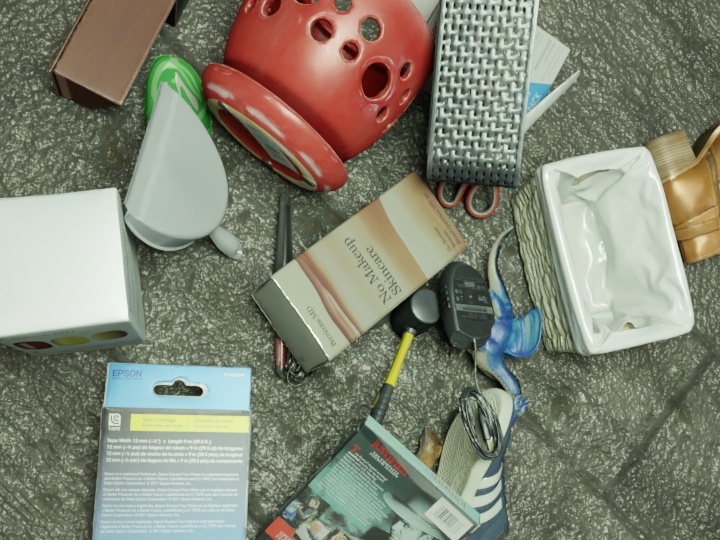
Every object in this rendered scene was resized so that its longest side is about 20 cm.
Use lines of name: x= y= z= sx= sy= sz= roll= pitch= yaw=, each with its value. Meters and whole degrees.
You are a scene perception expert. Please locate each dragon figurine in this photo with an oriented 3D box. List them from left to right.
dragon figurine: x=0.160 y=0.063 z=0.865 sx=0.098 sy=0.059 sz=0.204 roll=19 pitch=78 yaw=-8

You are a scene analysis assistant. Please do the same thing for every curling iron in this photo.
curling iron: x=-0.073 y=0.021 z=0.840 sx=0.049 sy=0.025 sz=0.205 roll=-2 pitch=79 yaw=-25

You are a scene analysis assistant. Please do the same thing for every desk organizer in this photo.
desk organizer: x=-0.240 y=-0.262 z=0.827 sx=0.076 sy=0.072 sz=0.203 roll=25 pitch=76 yaw=-9

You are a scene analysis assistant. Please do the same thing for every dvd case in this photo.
dvd case: x=-0.002 y=0.254 z=0.761 sx=0.145 sy=0.022 sz=0.201 roll=40 pitch=111 yaw=-2

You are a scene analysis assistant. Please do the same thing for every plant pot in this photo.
plant pot: x=-0.051 y=-0.197 z=0.797 sx=0.199 sy=0.200 sz=0.184 roll=38 pitch=83 yaw=-3

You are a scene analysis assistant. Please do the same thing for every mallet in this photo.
mallet: x=0.034 y=0.107 z=0.798 sx=0.041 sy=0.066 sz=0.202 roll=28 pitch=56 yaw=-8

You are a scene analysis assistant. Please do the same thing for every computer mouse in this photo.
computer mouse: x=0.109 y=0.088 z=0.793 sx=0.058 sy=0.034 sz=0.204 roll=10 pitch=64 yaw=-31

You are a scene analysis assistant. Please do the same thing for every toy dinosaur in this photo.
toy dinosaur: x=0.017 y=0.239 z=0.803 sx=0.106 sy=0.060 sz=0.201 roll=37 pitch=75 yaw=-5

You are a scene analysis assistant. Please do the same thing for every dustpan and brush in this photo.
dustpan and brush: x=-0.158 y=-0.063 z=0.759 sx=0.056 sy=0.200 sz=0.142 roll=-8 pitch=59 yaw=30

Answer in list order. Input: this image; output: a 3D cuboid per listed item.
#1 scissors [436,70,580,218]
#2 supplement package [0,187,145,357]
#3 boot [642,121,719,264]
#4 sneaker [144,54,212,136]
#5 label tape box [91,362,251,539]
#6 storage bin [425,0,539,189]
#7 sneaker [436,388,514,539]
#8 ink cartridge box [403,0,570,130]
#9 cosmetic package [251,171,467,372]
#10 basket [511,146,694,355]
scissors: x=0.158 y=-0.147 z=0.870 sx=0.072 sy=0.014 sz=0.202 roll=30 pitch=110 yaw=-4
supplement package: x=-0.259 y=0.010 z=0.709 sx=0.111 sy=0.200 sz=0.112 roll=-7 pitch=82 yaw=-12
boot: x=0.446 y=-0.103 z=0.951 sx=0.196 sy=0.074 sz=0.158 roll=-18 pitch=83 yaw=-2
sneaker: x=-0.187 y=-0.126 z=0.808 sx=0.072 sy=0.084 sz=0.205 roll=-1 pitch=81 yaw=-12
label tape box: x=-0.180 y=0.196 z=0.766 sx=0.140 sy=0.066 sz=0.205 roll=3 pitch=77 yaw=-12
storage bin: x=0.120 y=-0.192 z=0.790 sx=0.092 sy=0.135 sz=0.205 roll=6 pitch=103 yaw=7
sneaker: x=0.127 y=0.224 z=0.820 sx=0.083 sy=0.075 sz=0.204 roll=20 pitch=93 yaw=-25
ink cartridge box: x=0.124 y=-0.252 z=0.905 sx=0.198 sy=0.068 sz=0.116 roll=32 pitch=76 yaw=-6
cosmetic package: x=0.000 y=0.000 z=0.810 sx=0.199 sy=0.087 sz=0.104 roll=-39 pitch=92 yaw=-25
basket: x=0.255 y=-0.014 z=0.865 sx=0.133 sy=0.123 sz=0.204 roll=-11 pitch=82 yaw=-13
